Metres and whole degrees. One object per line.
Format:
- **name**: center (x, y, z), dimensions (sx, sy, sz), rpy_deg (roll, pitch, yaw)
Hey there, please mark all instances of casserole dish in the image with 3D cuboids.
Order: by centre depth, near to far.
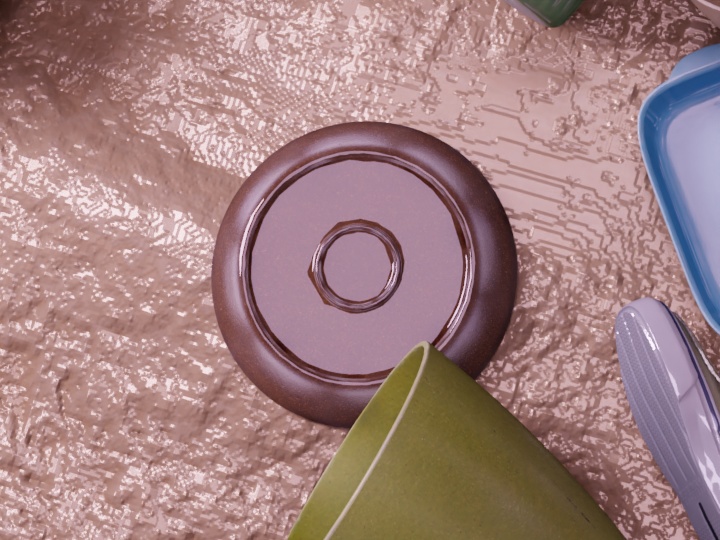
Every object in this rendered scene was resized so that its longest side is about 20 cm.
- **casserole dish**: center (0.249, -0.044, 1.580), dimensions (0.121, 0.039, 0.201), rpy_deg (-21, 79, 4)

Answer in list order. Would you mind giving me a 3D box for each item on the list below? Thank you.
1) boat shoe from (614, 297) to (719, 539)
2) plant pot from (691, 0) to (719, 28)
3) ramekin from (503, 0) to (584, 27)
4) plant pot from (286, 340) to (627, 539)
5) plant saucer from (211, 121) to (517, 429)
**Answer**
- **boat shoe**: center (0.220, 0.106, 1.554), dimensions (0.062, 0.072, 0.201), rpy_deg (-21, 82, -21)
- **plant pot**: center (0.300, -0.193, 1.531), dimensions (0.200, 0.135, 0.201), rpy_deg (-19, 47, 22)
- **ramekin**: center (0.076, -0.237, 1.555), dimensions (0.200, 0.200, 0.098), rpy_deg (36, 95, 11)
- **plant pot**: center (0.073, 0.174, 1.509), dimensions (0.200, 0.187, 0.188), rpy_deg (32, 86, -4)
- **plant saucer**: center (0.000, 0.000, 1.609), dimensions (0.199, 0.032, 0.201), rpy_deg (-1, 80, 8)
